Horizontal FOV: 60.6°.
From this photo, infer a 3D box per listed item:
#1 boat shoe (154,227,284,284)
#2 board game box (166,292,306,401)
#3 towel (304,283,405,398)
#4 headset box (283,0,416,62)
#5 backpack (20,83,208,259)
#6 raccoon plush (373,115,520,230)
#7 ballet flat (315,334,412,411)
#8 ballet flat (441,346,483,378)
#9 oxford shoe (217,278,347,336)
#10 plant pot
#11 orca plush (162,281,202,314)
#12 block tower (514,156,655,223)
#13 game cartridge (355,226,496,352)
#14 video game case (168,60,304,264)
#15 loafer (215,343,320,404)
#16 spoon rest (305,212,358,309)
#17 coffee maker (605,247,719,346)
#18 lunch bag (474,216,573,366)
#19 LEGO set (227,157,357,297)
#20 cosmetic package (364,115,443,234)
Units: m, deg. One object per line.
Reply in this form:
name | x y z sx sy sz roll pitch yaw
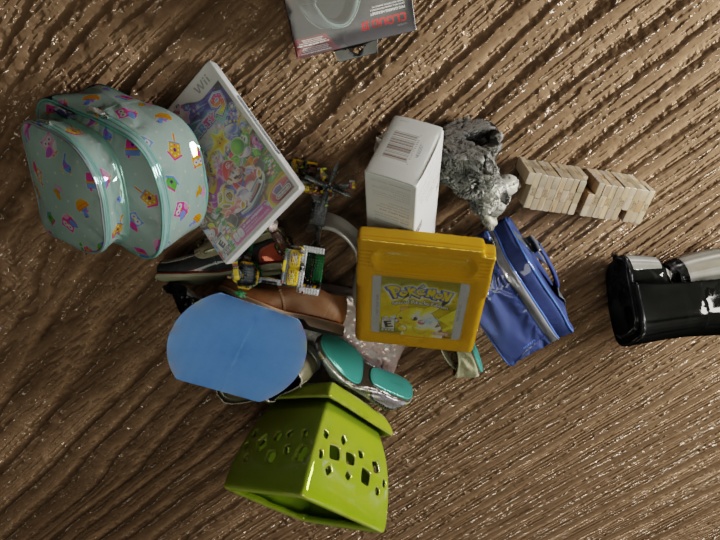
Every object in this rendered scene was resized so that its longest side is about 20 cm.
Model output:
boat shoe | -0.199 -0.019 0.885 0.193 0.071 0.065 -7 83 3
board game box | -0.174 0.102 0.881 0.196 0.039 0.160 20 115 -23
towel | -0.017 0.123 1.014 0.186 0.033 0.204 13 121 -15
headset box | -0.022 -0.343 0.689 0.144 0.078 0.205 -12 122 1
backpack | -0.283 -0.109 0.723 0.195 0.154 0.180 17 123 16
raccoon plush | 0.123 -0.135 0.859 0.195 0.098 0.136 14 142 21
ballet flat | -0.006 0.174 0.992 0.198 0.073 0.072 33 114 -23
ballet flat | 0.154 0.106 1.006 0.061 0.068 0.204 -12 124 13
oxford shoe | -0.111 0.039 0.903 0.195 0.071 0.073 17 78 -19
plant pot | -0.069 0.294 0.991 0.195 0.186 0.199 -13 140 40
orca plush | -0.209 0.089 0.919 0.102 0.073 0.201 -15 141 18
block tower | 0.317 -0.114 0.889 0.194 0.055 0.059 8 121 -11
game cartridge | 0.078 0.031 0.812 0.170 0.033 0.203 5 139 4
video game case | -0.175 -0.133 0.769 0.143 0.018 0.202 -40 80 20
loafer | -0.159 0.171 0.984 0.196 0.070 0.077 -22 106 21
spoon rest | 0.000 0.000 0.905 0.060 0.100 0.202 -14 123 41
coffee maker | 0.497 0.060 0.941 0.193 0.196 0.137 -7 141 0
lunch bag | 0.225 0.021 0.914 0.131 0.137 0.201 -31 121 16
LEGO set | -0.099 -0.052 0.793 0.150 0.116 0.206 17 91 -3
cosmetic package | 0.056 -0.085 0.800 0.072 0.103 0.202 18 150 16
